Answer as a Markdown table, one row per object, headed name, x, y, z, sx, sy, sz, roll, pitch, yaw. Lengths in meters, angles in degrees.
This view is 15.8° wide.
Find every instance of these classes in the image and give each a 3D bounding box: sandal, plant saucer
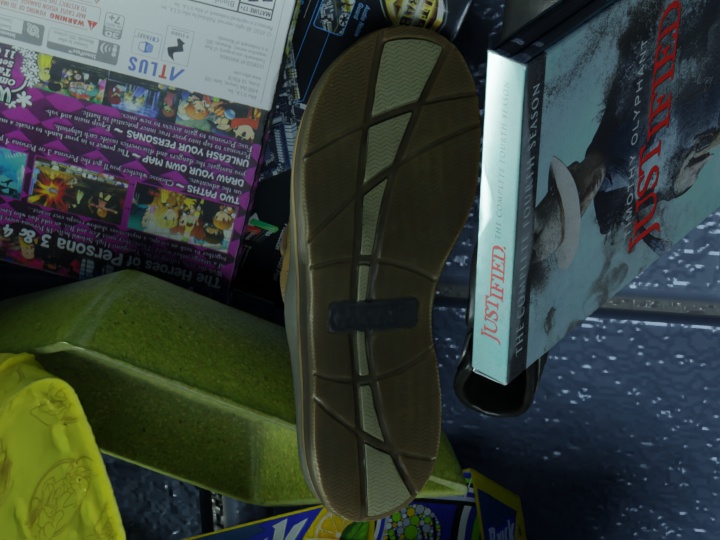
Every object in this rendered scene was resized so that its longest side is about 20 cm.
| name | x | y | z | sx | sy | sz | roll | pitch | yaw |
| --- | --- | --- | --- | --- | --- | --- | --- | --- | --- |
| sandal | 0.000 | 0.000 | 1.063 | 0.080 | 0.054 | 0.202 | 2 | 95 | -25 |
| plant saucer | -0.076 | 0.051 | 1.151 | 0.199 | 0.048 | 0.199 | 23 | 163 | -26 |

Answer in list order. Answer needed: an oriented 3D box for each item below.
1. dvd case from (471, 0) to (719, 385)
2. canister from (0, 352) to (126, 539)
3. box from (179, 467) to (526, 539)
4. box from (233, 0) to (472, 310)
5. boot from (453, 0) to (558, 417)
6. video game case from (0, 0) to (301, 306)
| name | x | y | z | sx | sy | sz | roll | pitch | yaw |
| --- | --- | --- | --- | --- | --- | --- | --- | --- | --- |
| dvd case | 0.111 | -0.062 | 1.018 | 0.022 | 0.200 | 0.147 | 26 | 132 | 30 |
| canister | -0.210 | 0.076 | 1.108 | 0.199 | 0.087 | 0.149 | 21 | 144 | 30 |
| box | -0.021 | 0.153 | 1.253 | 0.199 | 0.065 | 0.070 | -16 | 158 | 20 |
| box | -0.051 | -0.086 | 1.113 | 0.158 | 0.046 | 0.201 | 20 | 126 | -4 |
| boot | 0.078 | -0.045 | 1.063 | 0.067 | 0.131 | 0.201 | 10 | 126 | 12 |
| video game case | -0.132 | -0.082 | 1.077 | 0.199 | 0.036 | 0.182 | 14 | 125 | -1 |
